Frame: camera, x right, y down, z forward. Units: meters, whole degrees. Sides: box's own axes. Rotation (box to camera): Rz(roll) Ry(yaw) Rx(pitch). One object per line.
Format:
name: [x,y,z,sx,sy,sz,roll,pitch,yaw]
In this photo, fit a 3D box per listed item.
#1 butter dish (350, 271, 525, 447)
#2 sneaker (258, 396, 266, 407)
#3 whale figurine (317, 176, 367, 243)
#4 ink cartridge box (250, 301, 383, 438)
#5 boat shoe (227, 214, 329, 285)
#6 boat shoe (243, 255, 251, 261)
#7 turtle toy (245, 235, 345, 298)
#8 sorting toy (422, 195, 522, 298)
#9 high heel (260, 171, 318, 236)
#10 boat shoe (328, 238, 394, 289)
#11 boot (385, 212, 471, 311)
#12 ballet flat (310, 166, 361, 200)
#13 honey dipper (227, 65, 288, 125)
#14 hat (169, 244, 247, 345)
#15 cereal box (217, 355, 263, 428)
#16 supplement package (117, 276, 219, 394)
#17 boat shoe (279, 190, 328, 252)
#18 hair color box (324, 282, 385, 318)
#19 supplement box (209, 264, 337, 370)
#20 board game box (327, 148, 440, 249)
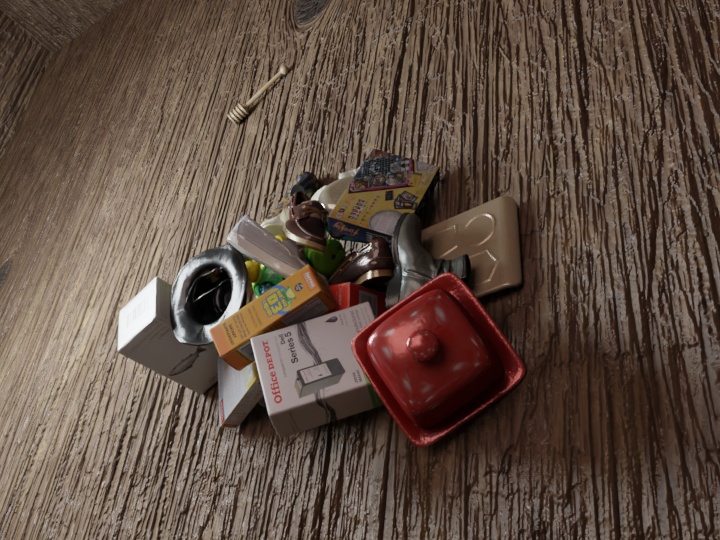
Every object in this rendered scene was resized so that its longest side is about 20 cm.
butter dish: [0.096,0.114,1.152,0.199,0.148,0.200,-36,70,4]
sneaker: [-0.113,0.141,1.460,0.200,0.073,0.114,-35,36,17]
whale figurine: [0.009,-0.087,1.525,0.159,0.104,0.200,-33,53,-29]
ink cartridge box: [-0.056,0.154,1.295,0.199,0.084,0.146,-17,54,-4]
boat shoe: [-0.134,-0.029,1.456,0.200,0.072,0.069,29,79,8]
boat shoe: [-0.289,0.051,1.722,0.200,0.075,0.093,-45,43,18]
turtle toy: [-0.116,0.003,1.541,0.200,0.146,0.101,-39,60,14]
sorting toy: [0.166,-0.018,1.351,0.199,0.036,0.186,-19,46,28]
high heel: [-0.151,-0.113,1.750,0.200,0.071,0.143,-57,1,21]
boat shoe: [0.000,0.000,1.423,0.200,0.070,0.071,-28,67,56]
boot: [0.117,-0.009,1.319,0.130,0.068,0.201,-9,57,27]
ballet flat: [-0.037,-0.156,1.643,0.200,0.071,0.071,-34,40,18]
honey dipper: [-0.262,-0.458,2.157,0.200,0.038,0.038,-43,37,2]
hat: [-0.255,0.057,1.493,0.200,0.081,0.201,-17,55,26]
cereal box: [-0.204,0.172,1.460,0.200,0.039,0.144,-51,38,48]
supplement package: [-0.347,0.127,1.591,0.117,0.200,0.117,-41,37,20]
boat shoe: [-0.095,-0.093,1.469,0.072,0.072,0.200,-65,20,14]
hair color box: [-0.063,0.070,1.436,0.200,0.101,0.061,-12,70,38]
supplement box: [-0.141,0.076,1.347,0.200,0.069,0.067,-33,54,2]
board game box: [0.044,-0.129,1.468,0.135,0.035,0.200,18,50,16]
